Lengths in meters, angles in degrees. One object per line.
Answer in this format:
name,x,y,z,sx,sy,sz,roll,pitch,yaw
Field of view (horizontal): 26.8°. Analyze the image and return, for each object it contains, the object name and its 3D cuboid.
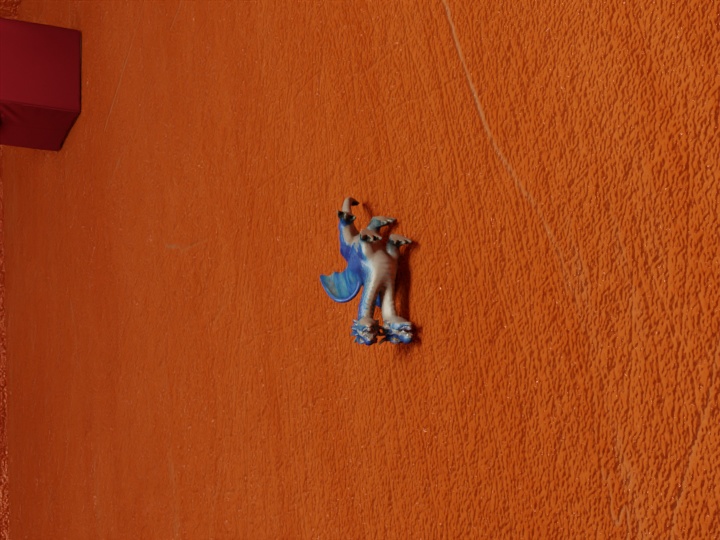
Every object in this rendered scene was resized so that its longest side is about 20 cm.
storage cube,-0.620,-0.338,2.773,0.171,0.179,0.201,137,133,-57
dragon figurine,0.000,0.000,1.410,0.200,0.058,0.100,-132,53,-58
